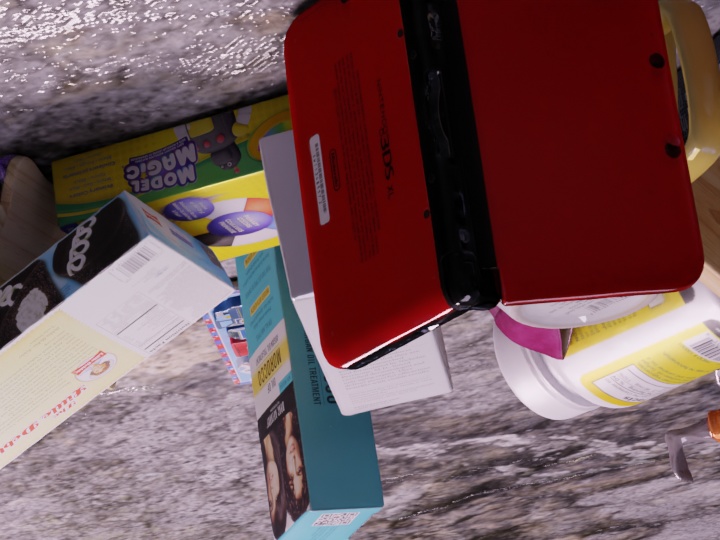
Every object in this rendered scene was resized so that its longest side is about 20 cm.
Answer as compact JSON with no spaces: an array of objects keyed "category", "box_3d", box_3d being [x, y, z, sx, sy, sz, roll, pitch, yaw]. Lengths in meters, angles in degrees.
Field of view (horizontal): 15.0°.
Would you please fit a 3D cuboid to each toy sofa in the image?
[{"category":"toy sofa","box_3d":[-0.209,-0.003,1.645,0.083,0.098,0.200,11,168,24]}]

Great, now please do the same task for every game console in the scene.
[{"category":"game console","box_3d":[0.062,-0.061,1.393,0.119,0.200,0.172,9,154,-37]}]

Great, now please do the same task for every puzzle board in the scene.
[{"category":"puzzle board","box_3d":[-0.027,0.039,1.899,0.151,0.017,0.200,-9,161,3]}]

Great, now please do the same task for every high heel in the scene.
[{"category":"high heel","box_3d":[0.136,-0.007,1.697,0.096,0.067,0.200,41,141,-7]}]

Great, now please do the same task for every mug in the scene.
[{"category":"mug","box_3d":[0.112,-0.060,1.487,0.149,0.153,0.187,-6,159,-4]}]

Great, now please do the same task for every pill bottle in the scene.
[{"category":"pill bottle","box_3d":[0.188,0.024,1.801,0.114,0.114,0.200,10,154,-41]}]

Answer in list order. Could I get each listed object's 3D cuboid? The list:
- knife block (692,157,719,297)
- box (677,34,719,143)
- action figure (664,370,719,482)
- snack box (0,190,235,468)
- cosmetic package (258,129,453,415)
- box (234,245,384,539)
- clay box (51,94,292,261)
[{"category":"knife block","box_3d":[0.247,0.017,1.562,0.200,0.176,0.064,-4,164,9]},{"category":"box","box_3d":[0.300,-0.114,1.562,0.200,0.051,0.158,2,158,-24]},{"category":"action figure","box_3d":[0.277,0.070,1.805,0.193,0.105,0.200,-32,-177,40]},{"category":"snack box","box_3d":[-0.180,0.042,1.573,0.200,0.037,0.116,-37,153,8]},{"category":"cosmetic package","box_3d":[0.000,0.000,1.546,0.071,0.101,0.200,-13,157,3]},{"category":"box","box_3d":[-0.034,0.065,1.698,0.049,0.200,0.082,-1,159,-20]},{"category":"clay box","box_3d":[-0.065,-0.051,1.593,0.200,0.048,0.115,-14,159,17]}]
